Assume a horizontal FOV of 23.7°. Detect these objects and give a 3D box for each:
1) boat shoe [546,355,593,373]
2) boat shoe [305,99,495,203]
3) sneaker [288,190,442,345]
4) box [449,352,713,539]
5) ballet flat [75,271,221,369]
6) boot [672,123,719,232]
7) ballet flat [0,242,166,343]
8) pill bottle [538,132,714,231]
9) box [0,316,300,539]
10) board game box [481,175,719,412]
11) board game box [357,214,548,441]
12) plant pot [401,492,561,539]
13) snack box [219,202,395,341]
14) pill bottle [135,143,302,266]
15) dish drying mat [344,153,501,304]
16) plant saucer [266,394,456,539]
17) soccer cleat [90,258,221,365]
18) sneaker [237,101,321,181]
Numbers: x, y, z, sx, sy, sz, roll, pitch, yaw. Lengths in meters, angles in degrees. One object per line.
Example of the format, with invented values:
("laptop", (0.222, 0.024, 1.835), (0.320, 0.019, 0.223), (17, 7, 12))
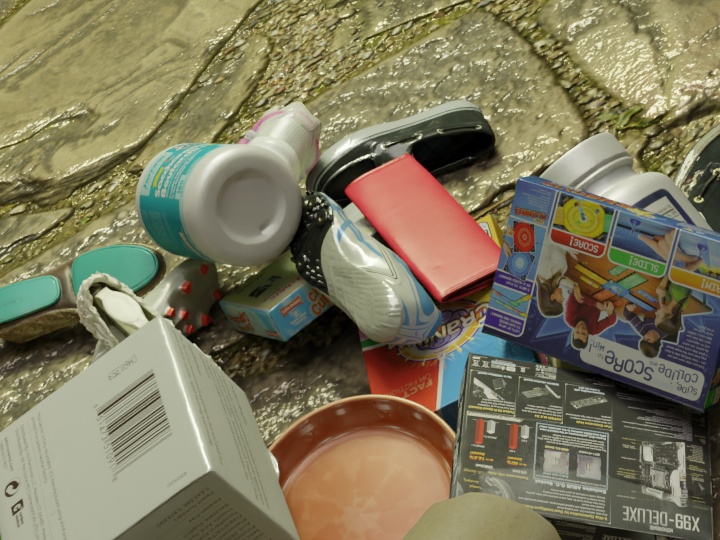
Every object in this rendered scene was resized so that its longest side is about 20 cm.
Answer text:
("boat shoe", (0.189, 0.042, 1.498), (0.072, 0.066, 0.201), (11, 59, -16))
("boat shoe", (0.042, -0.114, 1.726), (0.200, 0.069, 0.057), (-25, 41, -10))
("sneaker", (0.000, 0.000, 1.525), (0.200, 0.072, 0.072), (49, 116, 40))
("box", (0.173, 0.150, 1.343), (0.200, 0.050, 0.158), (8, 44, 0))
("ballet flat", (-0.185, 0.074, 1.542), (0.200, 0.072, 0.072), (40, 63, 15))
("boot", (0.345, -0.041, 1.526), (0.154, 0.074, 0.204), (23, 61, 35))
("ballet flat", (-0.278, 0.024, 1.691), (0.200, 0.065, 0.071), (-14, 64, 11))
("pill bottle", (0.236, -0.012, 1.434), (0.120, 0.120, 0.200), (-32, 74, -15))
("box", (-0.181, 0.182, 1.390), (0.200, 0.131, 0.199), (-37, 39, 8))
("board game box", (0.203, 0.016, 1.364), (0.200, 0.135, 0.034), (20, 16, 27))
("board game box", (0.077, 0.057, 1.512), (0.153, 0.040, 0.200), (-28, 38, 13))
("plant pot", (0.068, 0.265, 1.217), (0.200, 0.201, 0.184), (5, 34, 26))
("snack box", (-0.028, -0.008, 1.626), (0.200, 0.037, 0.116), (-37, 19, -20))
("pill bottle", (-0.142, -0.064, 1.604), (0.111, 0.111, 0.200), (-37, 19, -20))
("dish drying mat", (0.059, -0.039, 1.552), (0.077, 0.018, 0.200), (-25, 42, -13))
("plant saucer", (0.000, 0.196, 1.392), (0.200, 0.032, 0.200), (-11, 54, 16))
("soccer cleat", (-0.205, 0.058, 1.630), (0.078, 0.069, 0.200), (8, 50, 32))
("sneaker", (-0.083, -0.112, 1.706), (0.088, 0.081, 0.200), (-51, 11, -17))
